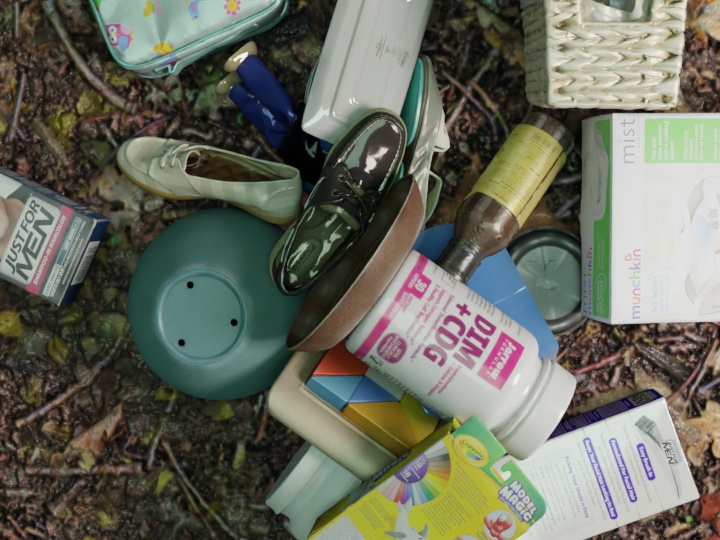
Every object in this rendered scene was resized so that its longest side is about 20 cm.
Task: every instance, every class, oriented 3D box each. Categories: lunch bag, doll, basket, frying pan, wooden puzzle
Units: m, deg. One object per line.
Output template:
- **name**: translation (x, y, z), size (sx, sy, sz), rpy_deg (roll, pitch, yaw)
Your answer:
- **lunch bag**: translation (-0.179, -0.289, 1.134), size (0.198, 0.077, 0.162), rpy_deg (-22, 94, 4)
- **doll**: translation (-0.059, -0.137, 1.127), size (0.200, 0.137, 0.048), rpy_deg (46, 56, 5)
- **basket**: translation (0.224, -0.216, 1.064), size (0.133, 0.200, 0.125), rpy_deg (1, 99, 2)
- **frying pan**: translation (0.172, 0.043, 1.169), size (0.114, 0.031, 0.191), rpy_deg (36, 92, 1)
- **wooden puzzle**: translation (0.024, 0.113, 1.112), size (0.184, 0.201, 0.037), rpy_deg (36, 135, -1)

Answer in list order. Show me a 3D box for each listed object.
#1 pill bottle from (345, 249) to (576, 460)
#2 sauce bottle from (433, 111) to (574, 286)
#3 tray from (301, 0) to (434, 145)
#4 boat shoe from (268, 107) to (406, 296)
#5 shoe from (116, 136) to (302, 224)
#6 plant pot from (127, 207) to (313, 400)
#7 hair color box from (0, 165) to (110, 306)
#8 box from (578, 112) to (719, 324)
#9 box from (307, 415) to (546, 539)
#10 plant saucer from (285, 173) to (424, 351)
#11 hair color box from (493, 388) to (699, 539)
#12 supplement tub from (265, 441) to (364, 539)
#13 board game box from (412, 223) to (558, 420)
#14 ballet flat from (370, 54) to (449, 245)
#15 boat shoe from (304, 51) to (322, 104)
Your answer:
- **pill bottle**: translation (0.094, 0.081, 1.048), size (0.199, 0.113, 0.114), rpy_deg (35, 95, -2)
- **sauce bottle**: translation (0.136, -0.065, 1.115), size (0.064, 0.065, 0.201), rpy_deg (37, 75, -1)
- **tray**: translation (0.016, -0.213, 1.082), size (0.107, 0.022, 0.203), rpy_deg (20, 85, -36)
- **boat shoe**: translation (-0.016, -0.058, 1.054), size (0.073, 0.065, 0.201), rpy_deg (28, 100, -17)
- **shoe**: translation (-0.152, -0.104, 1.142), size (0.197, 0.054, 0.071), rpy_deg (16, 52, 1)
- **plant pot**: translation (-0.148, 0.039, 1.126), size (0.197, 0.135, 0.203), rpy_deg (0, 94, 3)
- **hair color box**: translation (-0.374, -0.051, 1.167), size (0.198, 0.061, 0.101), rpy_deg (26, 94, 1)
- **box**: translation (0.312, -0.053, 1.111), size (0.174, 0.097, 0.203), rpy_deg (0, 94, -8)
- **box**: translation (0.062, 0.223, 1.021), size (0.199, 0.048, 0.118), rpy_deg (-38, 94, 18)
- **plant saucer**: translation (0.000, 0.000, 1.053), size (0.034, 0.200, 0.201), rpy_deg (37, 95, -10)
- **hair color box**: translation (0.233, 0.210, 1.158), size (0.198, 0.065, 0.111), rpy_deg (-20, 92, 5)
- **supplement tub**: translation (0.018, 0.245, 1.130), size (0.199, 0.140, 0.141), rpy_deg (39, 95, -1)
- **board game box**: translation (0.100, 0.056, 1.137), size (0.157, 0.039, 0.202), rpy_deg (-27, 83, -15)
- **ballet flat**: translation (0.058, -0.116, 1.152), size (0.063, 0.067, 0.203), rpy_deg (10, 96, -26)
- **boat shoe**: translation (-0.003, -0.228, 1.140), size (0.068, 0.057, 0.202), rpy_deg (27, 94, 0)
